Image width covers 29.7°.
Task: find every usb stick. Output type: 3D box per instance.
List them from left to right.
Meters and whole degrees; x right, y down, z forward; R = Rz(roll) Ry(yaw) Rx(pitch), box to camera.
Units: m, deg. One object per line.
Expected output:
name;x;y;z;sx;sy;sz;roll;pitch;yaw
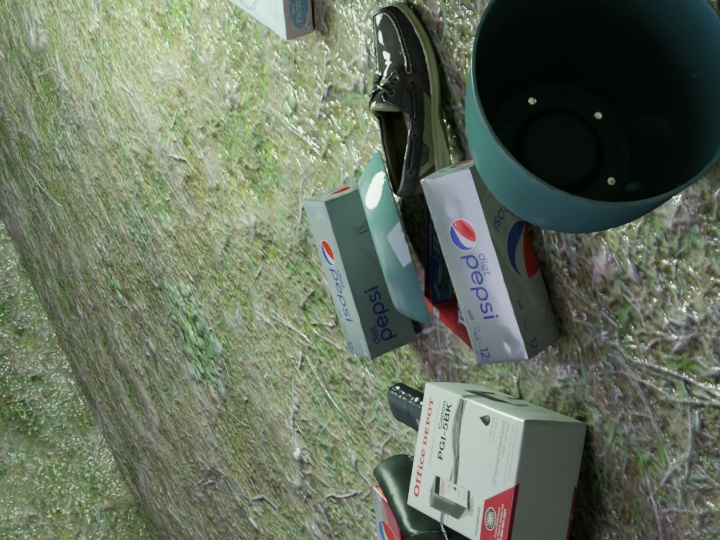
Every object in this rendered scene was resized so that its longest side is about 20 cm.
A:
usb stick;0.094;0.185;1.652;0.200;0.032;0.056;22;129;58

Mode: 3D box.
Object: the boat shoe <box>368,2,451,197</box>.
boat shoe;0.042;-0.173;1.397;0.072;0.066;0.202;-3;102;58

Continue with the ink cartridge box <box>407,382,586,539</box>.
ink cartridge box;0.140;0.210;1.452;0.200;0.083;0.148;13;96;61

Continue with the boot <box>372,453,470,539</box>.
boot;0.049;0.297;1.625;0.200;0.164;0.066;-109;26;-51

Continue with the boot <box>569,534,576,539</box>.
boot;0.168;0.275;1.522;0.097;0.074;0.200;66;158;-2

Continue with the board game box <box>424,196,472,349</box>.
board game box;0.105;-0.015;1.476;0.103;0.019;0.201;42;145;42

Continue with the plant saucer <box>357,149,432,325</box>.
plant saucer;0.034;-0.031;1.486;0.200;0.036;0.201;-17;-90;-87

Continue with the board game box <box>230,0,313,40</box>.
board game box;-0.129;-0.402;1.607;0.199;0.043;0.201;42;145;44

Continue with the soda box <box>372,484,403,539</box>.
soda box;0.066;0.372;1.833;0.070;0.063;0.201;38;142;48

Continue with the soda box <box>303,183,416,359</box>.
soda box;0.000;0.000;1.629;0.063;0.068;0.201;9;118;64

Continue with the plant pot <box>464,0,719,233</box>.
plant pot;0.171;-0.120;1.048;0.201;0.200;0.161;62;169;12

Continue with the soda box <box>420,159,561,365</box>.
soda box;0.130;-0.010;1.350;0.068;0.063;0.201;-11;101;44
